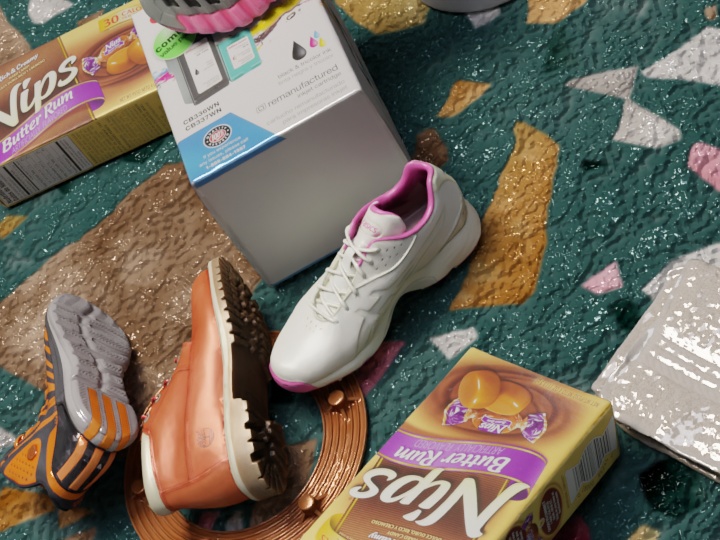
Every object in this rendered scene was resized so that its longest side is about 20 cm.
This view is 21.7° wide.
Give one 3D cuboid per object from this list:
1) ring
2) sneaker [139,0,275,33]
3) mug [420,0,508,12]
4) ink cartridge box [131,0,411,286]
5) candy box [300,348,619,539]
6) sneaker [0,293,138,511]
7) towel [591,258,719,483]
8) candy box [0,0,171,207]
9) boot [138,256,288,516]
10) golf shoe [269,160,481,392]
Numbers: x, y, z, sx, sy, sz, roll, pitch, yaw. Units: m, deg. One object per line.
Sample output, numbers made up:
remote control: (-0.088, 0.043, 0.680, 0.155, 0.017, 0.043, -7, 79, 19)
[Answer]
ring: (-0.089, 0.130, 1.382, 0.200, 0.019, 0.201, -12, 55, 18)
sneaker: (-0.077, -0.249, 1.418, 0.199, 0.079, 0.095, -27, 28, 4)
mug: (0.081, -0.329, 1.514, 0.149, 0.153, 0.187, 7, 62, 31)
ink cartridge box: (-0.064, -0.127, 1.456, 0.146, 0.146, 0.200, -29, 50, 6)
candy box: (0.066, 0.149, 1.223, 0.116, 0.057, 0.200, 20, 54, 35)
sneaker: (-0.232, 0.104, 1.433, 0.112, 0.077, 0.200, -51, 25, 19)
towel: (0.258, 0.077, 1.232, 0.200, 0.034, 0.133, 26, 74, 36)
candy box: (-0.239, -0.149, 1.619, 0.199, 0.057, 0.117, -23, 52, 10)
boot: (-0.119, 0.084, 1.372, 0.107, 0.075, 0.201, -20, 53, 20)
golf shoe: (0.000, 0.000, 1.370, 0.075, 0.092, 0.200, 33, 73, 36)
